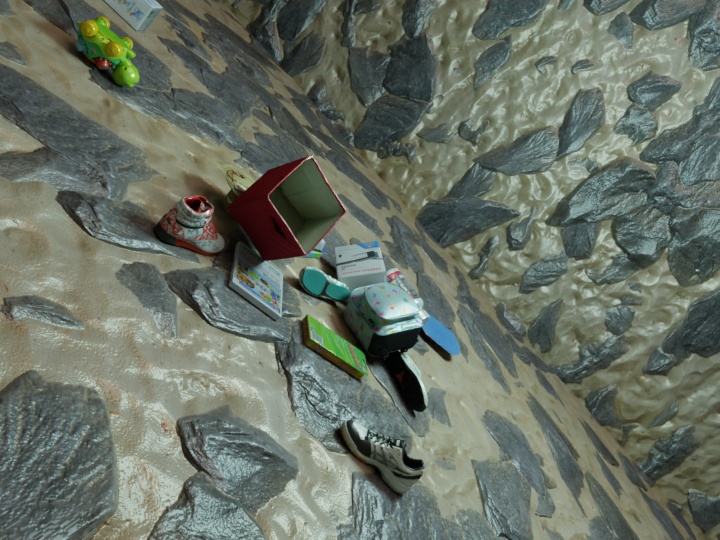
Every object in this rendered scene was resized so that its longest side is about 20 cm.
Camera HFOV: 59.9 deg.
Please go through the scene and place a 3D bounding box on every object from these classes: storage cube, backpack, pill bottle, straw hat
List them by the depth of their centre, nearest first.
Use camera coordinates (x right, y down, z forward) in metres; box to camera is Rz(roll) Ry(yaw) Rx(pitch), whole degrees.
[{"bbox_3d":[-0.179,-0.146,1.506,0.200,0.179,0.172,-50,118,-33],"label":"storage cube"},{"bbox_3d":[-0.311,-0.176,1.640,0.201,0.085,0.201,43,17,-16],"label":"straw hat"},{"bbox_3d":[0.055,0.120,1.707,0.174,0.155,0.200,-12,36,-33],"label":"backpack"},{"bbox_3d":[0.137,0.100,2.052,0.201,0.111,0.110,52,18,19],"label":"pill bottle"}]

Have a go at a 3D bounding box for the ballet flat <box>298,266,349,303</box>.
[{"bbox_3d":[-0.111,0.040,1.703,0.199,0.072,0.072,32,22,-45],"label":"ballet flat"}]

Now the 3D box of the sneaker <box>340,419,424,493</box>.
[{"bbox_3d":[0.050,0.366,1.292,0.200,0.088,0.076,42,19,-9],"label":"sneaker"}]

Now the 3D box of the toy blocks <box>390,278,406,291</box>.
[{"bbox_3d":[0.078,0.087,1.899,0.100,0.137,0.200,47,17,5],"label":"toy blocks"}]

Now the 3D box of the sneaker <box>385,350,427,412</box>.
[{"bbox_3d":[0.145,0.298,1.697,0.093,0.070,0.200,21,27,-43],"label":"sneaker"}]

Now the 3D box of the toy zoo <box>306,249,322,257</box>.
[{"bbox_3d":[-0.198,-0.094,1.837,0.132,0.020,0.200,52,18,16],"label":"toy zoo"}]

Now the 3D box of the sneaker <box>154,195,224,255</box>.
[{"bbox_3d":[-0.340,-0.098,1.357,0.067,0.108,0.201,54,18,24],"label":"sneaker"}]

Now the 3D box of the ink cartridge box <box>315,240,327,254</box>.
[{"bbox_3d":[-0.186,-0.149,1.884,0.199,0.041,0.200,20,31,-56],"label":"ink cartridge box"}]

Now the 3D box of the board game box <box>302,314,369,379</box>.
[{"bbox_3d":[-0.059,0.191,1.525,0.199,0.030,0.096,35,21,-27],"label":"board game box"}]

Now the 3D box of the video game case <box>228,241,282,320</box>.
[{"bbox_3d":[-0.243,0.021,1.477,0.143,0.018,0.201,40,18,-23],"label":"video game case"}]

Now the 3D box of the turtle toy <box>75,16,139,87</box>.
[{"bbox_3d":[-0.668,-0.578,1.656,0.200,0.101,0.146,41,17,-21],"label":"turtle toy"}]

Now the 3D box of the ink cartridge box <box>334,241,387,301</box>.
[{"bbox_3d":[0.000,0.000,1.867,0.201,0.143,0.085,-101,-177,-61],"label":"ink cartridge box"}]

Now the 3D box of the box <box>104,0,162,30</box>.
[{"bbox_3d":[-0.800,-0.936,2.139,0.200,0.101,0.113,42,18,-14],"label":"box"}]

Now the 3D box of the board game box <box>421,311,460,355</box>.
[{"bbox_3d":[0.266,0.232,2.198,0.199,0.039,0.158,38,23,-10],"label":"board game box"}]
